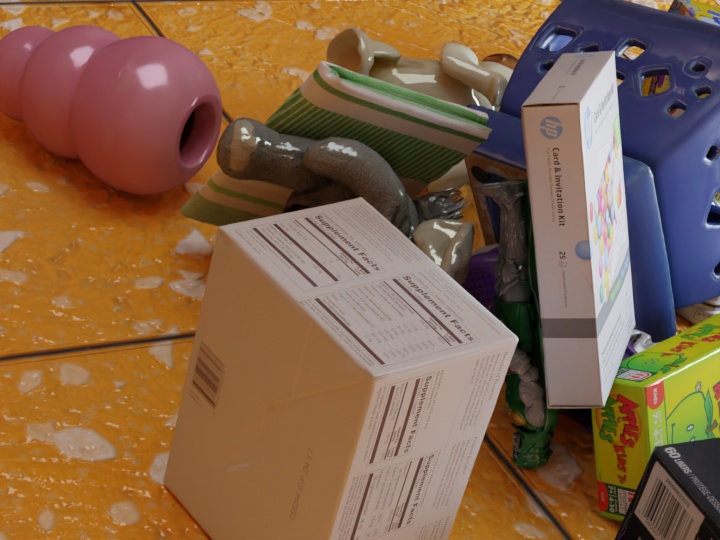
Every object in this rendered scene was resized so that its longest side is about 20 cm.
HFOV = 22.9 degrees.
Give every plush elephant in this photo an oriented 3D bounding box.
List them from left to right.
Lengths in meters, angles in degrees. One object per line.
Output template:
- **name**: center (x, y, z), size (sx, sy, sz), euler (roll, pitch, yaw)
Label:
- **plush elephant**: center (0.000, 0.000, 1.238), size (0.200, 0.165, 0.155), euler (0, 38, -20)

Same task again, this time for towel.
- **towel**: center (-0.019, -0.076, 1.304), size (0.153, 0.200, 0.023), euler (14, 56, -30)

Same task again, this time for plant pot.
- **plant pot**: center (0.198, -0.071, 1.361), size (0.200, 0.200, 0.180), euler (25, 55, 39)

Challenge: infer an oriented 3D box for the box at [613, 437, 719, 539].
- **box**: center (0.280, 0.178, 1.144), size (0.200, 0.106, 0.122), euler (-5, 38, -30)

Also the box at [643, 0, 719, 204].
- **box**: center (0.383, -0.137, 1.635), size (0.200, 0.122, 0.193), euler (8, 33, -28)

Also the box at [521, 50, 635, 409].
- **box**: center (0.146, -0.031, 1.169), size (0.041, 0.200, 0.156), euler (-3, 17, 17)

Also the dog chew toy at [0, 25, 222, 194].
- **dog chew toy**: center (-0.211, -0.137, 1.407), size (0.200, 0.125, 0.125), euler (20, 32, 22)

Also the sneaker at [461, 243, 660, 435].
- **sneaker**: center (0.136, 0.054, 1.303), size (0.200, 0.081, 0.088), euler (36, 45, 27)

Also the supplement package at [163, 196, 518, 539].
- **supplement package**: center (-0.018, 0.085, 1.066), size (0.111, 0.200, 0.156), euler (-13, 42, -37)

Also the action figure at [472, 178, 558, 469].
- **action figure**: center (0.110, 0.038, 1.221), size (0.055, 0.200, 0.118), euler (-7, 4, -2)

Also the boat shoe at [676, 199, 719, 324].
- **boat shoe**: center (0.283, -0.035, 1.505), size (0.074, 0.067, 0.200), euler (6, 33, -16)

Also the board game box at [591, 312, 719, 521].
- **board game box**: center (0.241, 0.096, 1.248), size (0.048, 0.102, 0.200), euler (7, 20, 44)

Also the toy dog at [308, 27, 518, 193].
- **toy dog**: center (0.062, -0.124, 1.510), size (0.200, 0.140, 0.194), euler (0, -1, -21)
